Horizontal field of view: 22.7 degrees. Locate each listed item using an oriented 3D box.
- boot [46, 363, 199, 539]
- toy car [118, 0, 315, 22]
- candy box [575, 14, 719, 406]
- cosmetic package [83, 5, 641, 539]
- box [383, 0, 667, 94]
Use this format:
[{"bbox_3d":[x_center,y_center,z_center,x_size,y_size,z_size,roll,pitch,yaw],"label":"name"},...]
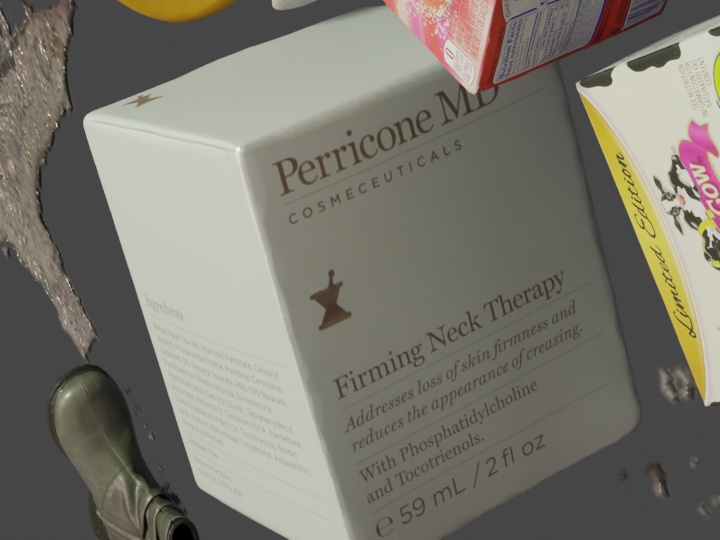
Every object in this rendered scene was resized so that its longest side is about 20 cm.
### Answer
[{"bbox_3d":[-0.174,0.174,1.428,0.130,0.067,0.202,30,145,43],"label":"boot"},{"bbox_3d":[-0.084,-0.224,0.841,0.201,0.173,0.151,99,175,-49],"label":"toy car"},{"bbox_3d":[0.170,-0.031,0.603,0.200,0.061,0.138,-16,98,64],"label":"candy box"},{"bbox_3d":[0.000,0.000,0.825,0.166,0.166,0.202,16,127,58],"label":"cosmetic package"},{"bbox_3d":[0.065,-0.176,0.633,0.096,0.099,0.201,49,150,29],"label":"box"}]
